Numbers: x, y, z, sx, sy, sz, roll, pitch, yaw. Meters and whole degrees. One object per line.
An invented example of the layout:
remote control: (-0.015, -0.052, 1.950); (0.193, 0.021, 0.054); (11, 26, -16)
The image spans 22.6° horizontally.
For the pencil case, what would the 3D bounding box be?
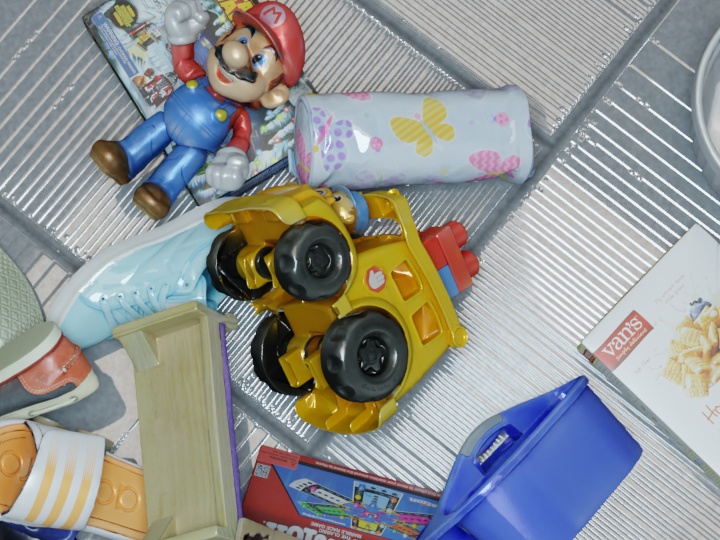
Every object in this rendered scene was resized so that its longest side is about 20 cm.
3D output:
pencil case: (0.042, -0.107, 1.473); (0.199, 0.091, 0.083); (-3, 81, -13)

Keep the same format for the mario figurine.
mario figurine: (-0.127, -0.140, 1.445); (0.200, 0.106, 0.123); (-47, 117, 0)

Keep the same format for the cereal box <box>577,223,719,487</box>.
cereal box: (0.298, 0.080, 1.478); (0.200, 0.040, 0.144); (44, 82, 8)

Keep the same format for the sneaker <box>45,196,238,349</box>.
sneaker: (-0.160, 0.014, 1.462); (0.200, 0.074, 0.082); (-33, 46, -6)

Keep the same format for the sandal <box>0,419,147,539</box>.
sandal: (-0.208, 0.164, 1.393); (0.206, 0.059, 0.079); (20, 68, -36)

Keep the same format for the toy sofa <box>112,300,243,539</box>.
toy sofa: (-0.128, 0.133, 1.411); (0.083, 0.098, 0.201); (-19, 64, 24)

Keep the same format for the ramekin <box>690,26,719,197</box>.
ramekin: (0.367, -0.126, 1.485); (0.199, 0.105, 0.201); (0, 79, 1)

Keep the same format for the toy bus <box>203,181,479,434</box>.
toy bus: (0.000, 0.000, 1.422); (0.192, 0.136, 0.200); (-36, 109, -28)

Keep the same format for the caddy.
caddy: (0.124, 0.163, 1.397); (0.105, 0.141, 0.200); (47, 51, 3)

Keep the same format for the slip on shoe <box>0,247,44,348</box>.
slip on shoe: (-0.330, 0.008, 1.487); (0.061, 0.074, 0.200); (-40, 89, 32)

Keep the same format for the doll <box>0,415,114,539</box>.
doll: (-0.260, 0.223, 1.447); (0.136, 0.048, 0.201); (19, 79, 2)

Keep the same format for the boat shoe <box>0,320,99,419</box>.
boat shoe: (-0.300, 0.109, 1.441); (0.200, 0.071, 0.063); (-28, 116, 22)

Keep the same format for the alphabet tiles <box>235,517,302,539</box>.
alphabet tiles: (-0.070, 0.293, 1.331); (0.167, 0.008, 0.201); (28, 61, -38)

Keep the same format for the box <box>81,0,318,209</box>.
box: (-0.127, -0.165, 1.527); (0.137, 0.040, 0.200); (-32, 81, -7)

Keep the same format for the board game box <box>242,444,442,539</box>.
board game box: (0.002, 0.211, 1.442); (0.199, 0.019, 0.103); (14, 54, 3)
